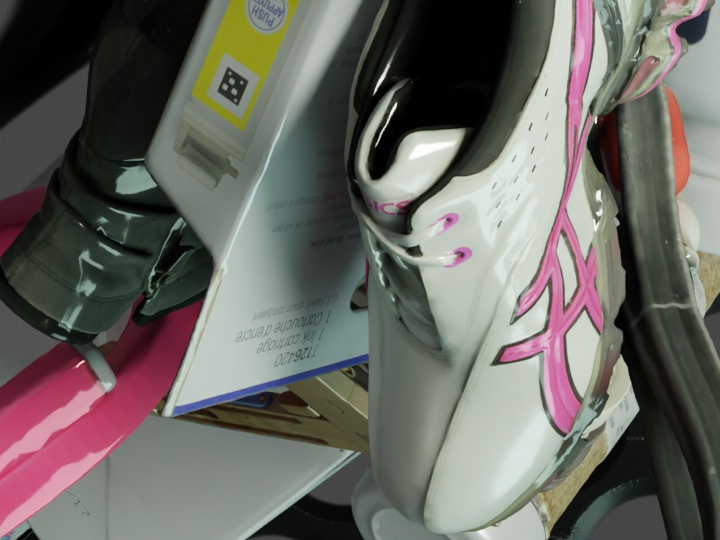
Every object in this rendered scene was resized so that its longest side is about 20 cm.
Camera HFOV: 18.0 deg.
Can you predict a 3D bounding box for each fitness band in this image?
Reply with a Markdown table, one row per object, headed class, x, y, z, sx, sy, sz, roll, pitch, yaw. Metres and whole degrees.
| class | x | y | z | sx | sy | sz | roll | pitch | yaw |
| --- | --- | --- | --- | --- | --- | --- | --- | --- | --- |
| fitness band | -0.144 | 0.042 | 0.734 | 0.200 | 0.037 | 0.144 | -35 | -147 | -11 |

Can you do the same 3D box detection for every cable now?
| class | x | y | z | sx | sy | sz | roll | pitch | yaw |
| --- | --- | --- | --- | --- | --- | --- | --- | --- | --- |
| cable | 0.088 | 0.007 | 0.610 | 0.050 | 0.200 | 0.097 | -1 | 122 | -14 |

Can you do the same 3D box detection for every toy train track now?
| class | x | y | z | sx | sy | sz | roll | pitch | yaw |
| --- | --- | --- | --- | --- | --- | --- | --- | --- | --- |
| toy train track | -0.020 | 0.038 | 0.751 | 0.200 | 0.115 | 0.033 | 5 | -118 | 44 |

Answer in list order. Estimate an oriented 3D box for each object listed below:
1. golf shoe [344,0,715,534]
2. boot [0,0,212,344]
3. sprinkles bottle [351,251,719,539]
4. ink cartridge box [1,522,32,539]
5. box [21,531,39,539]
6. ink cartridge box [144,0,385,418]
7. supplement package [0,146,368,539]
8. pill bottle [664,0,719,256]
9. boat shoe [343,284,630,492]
| class | x | y | z | sx | sy | sz | roll | pitch | yaw |
| --- | --- | --- | --- | --- | --- | --- | --- | --- | --- |
| golf shoe | 0.023 | -0.019 | 0.565 | 0.092 | 0.073 | 0.200 | -16 | 126 | -43 |
| boot | -0.029 | -0.052 | 0.700 | 0.200 | 0.068 | 0.131 | -20 | 146 | -52 |
| sprinkles bottle | 0.077 | 0.034 | 0.853 | 0.200 | 0.068 | 0.068 | -50 | -177 | -31 |
| ink cartridge box | -0.219 | 0.118 | 1.124 | 0.200 | 0.085 | 0.145 | -35 | 176 | -29 |
| box | -0.116 | 0.114 | 1.160 | 0.200 | 0.035 | 0.110 | -40 | 178 | 15 |
| ink cartridge box | 0.028 | -0.067 | 0.637 | 0.197 | 0.047 | 0.200 | -12 | 135 | -56 |
| supplement package | -0.046 | 0.013 | 0.918 | 0.151 | 0.152 | 0.200 | -39 | 175 | 34 |
| pill bottle | 0.141 | -0.109 | 0.749 | 0.111 | 0.111 | 0.201 | -30 | 132 | -64 |
| boat shoe | 0.000 | 0.000 | 0.781 | 0.072 | 0.200 | 0.060 | -43 | 164 | -41 |
